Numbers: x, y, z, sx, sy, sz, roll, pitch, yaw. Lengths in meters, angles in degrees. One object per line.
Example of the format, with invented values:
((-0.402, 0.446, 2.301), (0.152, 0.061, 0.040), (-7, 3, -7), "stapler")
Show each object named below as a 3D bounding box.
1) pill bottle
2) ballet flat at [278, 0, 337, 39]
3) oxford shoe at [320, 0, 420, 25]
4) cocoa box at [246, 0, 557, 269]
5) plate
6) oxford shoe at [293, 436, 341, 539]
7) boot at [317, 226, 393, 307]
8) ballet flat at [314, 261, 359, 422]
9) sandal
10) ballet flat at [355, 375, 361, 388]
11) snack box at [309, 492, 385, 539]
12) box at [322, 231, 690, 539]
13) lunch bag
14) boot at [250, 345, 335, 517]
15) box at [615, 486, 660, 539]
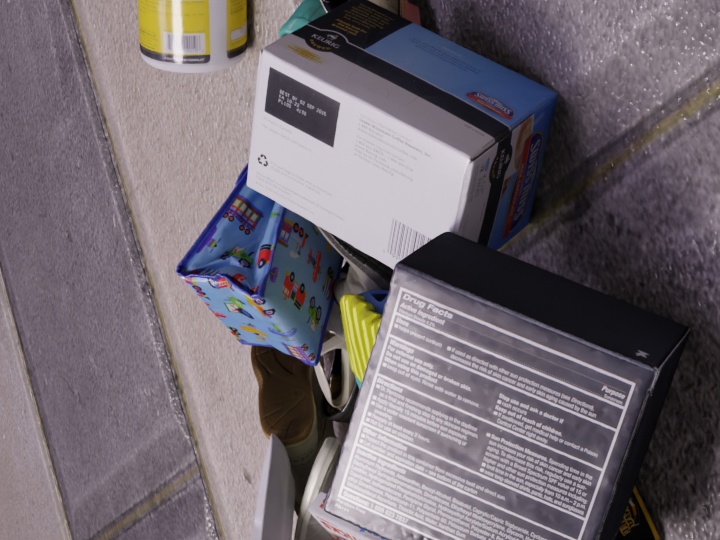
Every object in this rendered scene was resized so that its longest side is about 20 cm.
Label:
((-0.171, -0.309, 1.892), (0.112, 0.111, 0.201), (38, 133, 54), "pill bottle")
((-0.025, -0.183, 1.686), (0.067, 0.071, 0.200), (28, 164, 17), "ballet flat")
((0.002, -0.257, 1.590), (0.071, 0.073, 0.202), (143, 120, -62), "oxford shoe")
((0.030, -0.102, 1.462), (0.199, 0.131, 0.134), (29, 131, 23), "cocoa box")
((-0.088, 0.286, 1.780), (0.200, 0.032, 0.201), (104, 170, -58), "plate")
((-0.032, 0.249, 1.776), (0.075, 0.057, 0.201), (-54, -24, -65), "oxford shoe")
((0.000, 0.000, 1.647), (0.200, 0.068, 0.131), (48, 150, -4), "boot")
((-0.009, 0.061, 1.763), (0.068, 0.068, 0.201), (41, 136, 52), "ballet flat")
((0.043, 0.052, 1.536), (0.200, 0.086, 0.080), (-169, 67, -68), "sandal")
((0.033, 0.160, 1.669), (0.067, 0.070, 0.201), (-75, -24, -62), "ballet flat")
((0.039, 0.251, 1.651), (0.199, 0.024, 0.072), (18, 153, 49), "snack box")
((0.105, 0.105, 1.338), (0.199, 0.123, 0.200), (22, 111, 15), "box")
((-0.061, -0.041, 1.686), (0.094, 0.201, 0.151), (16, 160, 26), "lunch bag")
((-0.057, 0.148, 1.886), (0.201, 0.072, 0.155), (-93, -11, -50), "boot")
((0.153, 0.194, 1.509), (0.200, 0.049, 0.160), (117, 138, -53), "box")
